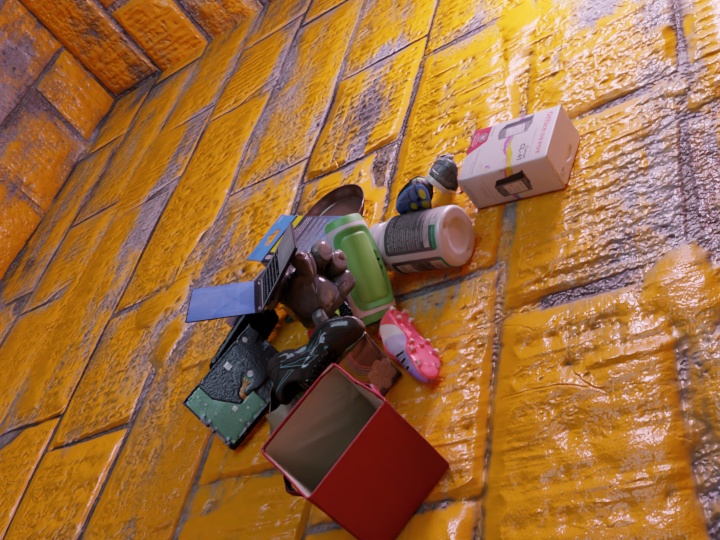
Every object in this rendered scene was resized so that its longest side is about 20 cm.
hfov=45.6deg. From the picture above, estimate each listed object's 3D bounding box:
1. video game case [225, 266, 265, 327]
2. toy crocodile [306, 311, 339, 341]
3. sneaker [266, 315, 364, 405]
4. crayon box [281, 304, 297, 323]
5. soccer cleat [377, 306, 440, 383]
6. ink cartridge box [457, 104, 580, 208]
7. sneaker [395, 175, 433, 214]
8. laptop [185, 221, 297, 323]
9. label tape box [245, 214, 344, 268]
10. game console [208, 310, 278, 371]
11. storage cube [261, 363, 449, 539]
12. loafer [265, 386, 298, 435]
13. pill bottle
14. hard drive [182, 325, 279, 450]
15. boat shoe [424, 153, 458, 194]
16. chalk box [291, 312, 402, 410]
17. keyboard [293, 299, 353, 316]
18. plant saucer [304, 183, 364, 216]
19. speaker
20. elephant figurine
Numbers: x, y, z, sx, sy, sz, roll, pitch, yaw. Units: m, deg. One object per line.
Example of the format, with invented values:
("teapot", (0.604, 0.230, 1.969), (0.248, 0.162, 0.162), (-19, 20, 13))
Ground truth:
("video game case", (-0.216, 0.029, 1.866), (0.182, 0.023, 0.200), (-49, 0, -25))
("toy crocodile", (-0.076, 0.120, 1.633), (0.067, 0.061, 0.203), (-30, 58, 29))
("sneaker", (-0.068, 0.148, 1.404), (0.199, 0.075, 0.080), (-36, 45, 23))
("crayon box", (-0.087, 0.031, 1.804), (0.198, 0.052, 0.127), (-17, 40, 37))
("soccer cleat", (0.082, 0.141, 1.483), (0.077, 0.066, 0.201), (-66, 30, 24))
("ink cartridge box", (0.298, -0.213, 1.621), (0.198, 0.086, 0.149), (-13, 42, 42))
("sneaker", (0.107, -0.148, 1.673), (0.070, 0.200, 0.084), (0, 84, 8))
("laptop", (-0.207, 0.000, 1.501), (0.202, 0.115, 0.187), (-61, 14, 11))
("label tape box", (-0.110, -0.042, 1.722), (0.198, 0.064, 0.145), (4, 46, 38))
("game console", (-0.275, 0.147, 1.827), (0.115, 0.177, 0.201), (20, 64, 24))
("storage cube", (-0.010, 0.283, 1.292), (0.201, 0.180, 0.170), (-50, 32, -10))
("loafer", (-0.135, 0.279, 1.547), (0.076, 0.068, 0.201), (-38, 31, 8))
("pill bottle", (0.108, -0.054, 1.622), (0.198, 0.113, 0.114), (-7, 46, 43))
("hard drive", (-0.232, 0.229, 1.675), (0.139, 0.038, 0.201), (37, 79, 16))
("boat shoe", (0.174, -0.196, 1.698), (0.062, 0.072, 0.200), (-53, -3, 15))
("chalk box", (-0.051, 0.199, 1.493), (0.200, 0.125, 0.123), (-47, 32, -9))
("keyboard", (-0.077, 0.073, 1.703), (0.128, 0.020, 0.200), (-53, 49, 16))
("plant saucer", (-0.063, -0.114, 1.966), (0.199, 0.034, 0.202), (-30, 34, 23))
("speaker", (0.000, 0.000, 1.602), (0.087, 0.203, 0.088), (-20, -6, -2))
("elephant figurine", (-0.110, 0.036, 1.554), (0.199, 0.143, 0.155), (-22, 12, 47))
